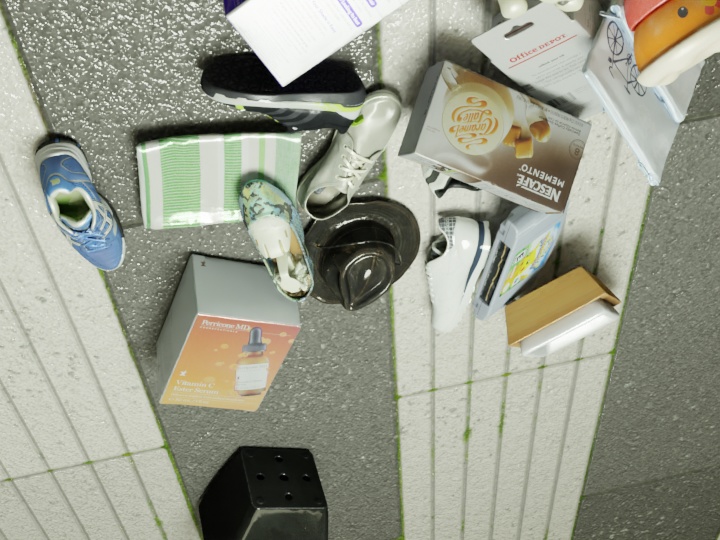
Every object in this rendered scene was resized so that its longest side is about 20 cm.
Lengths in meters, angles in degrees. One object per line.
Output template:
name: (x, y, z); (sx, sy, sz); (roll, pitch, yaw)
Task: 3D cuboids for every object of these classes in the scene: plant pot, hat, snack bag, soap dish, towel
plant pot: (-0.156, 0.419, 1.639); (0.196, 0.201, 0.180); (6, 123, -22)
hat: (0.000, 0.000, 1.313); (0.197, 0.082, 0.203); (-9, 138, -8)
snack bag: (0.326, -0.231, 1.082); (0.021, 0.202, 0.189); (-3, 139, 47)
soap dish: (0.302, 0.063, 1.423); (0.156, 0.082, 0.199); (-30, 164, 16)
towel: (-0.174, -0.108, 1.174); (0.196, 0.024, 0.154); (-3, 141, -10)

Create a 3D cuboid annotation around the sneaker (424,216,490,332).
sneaker: (0.125, 0.004, 1.373); (0.079, 0.077, 0.202); (7, 127, -11)

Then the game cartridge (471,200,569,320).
game cartridge: (0.228, -0.026, 1.342); (0.133, 0.040, 0.202); (-37, 154, -33)

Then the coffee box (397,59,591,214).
coffee box: (0.158, -0.154, 1.127); (0.197, 0.080, 0.116); (21, 89, -13)

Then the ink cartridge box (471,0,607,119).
ink cartridge box: (0.229, -0.259, 1.092); (0.115, 0.068, 0.199); (-18, 145, 41)

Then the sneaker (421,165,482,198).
sneaker: (0.169, -0.140, 1.208); (0.196, 0.081, 0.074); (-12, 158, -2)

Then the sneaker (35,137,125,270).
sneaker: (-0.340, -0.061, 1.149); (0.074, 0.078, 0.202); (-18, 139, 0)

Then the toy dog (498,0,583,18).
toy dog: (0.186, -0.337, 0.914); (0.137, 0.202, 0.196); (5, 131, -9)

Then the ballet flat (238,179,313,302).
ballet flat: (-0.101, -0.030, 1.217); (0.073, 0.075, 0.201); (-20, 140, 5)

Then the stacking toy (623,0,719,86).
stacking toy: (0.316, -0.311, 1.002); (0.145, 0.202, 0.146); (-30, 176, -2)

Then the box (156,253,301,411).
box: (-0.189, 0.092, 1.331); (0.150, 0.108, 0.201); (8, 135, -23)

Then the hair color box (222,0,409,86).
hair color box: (-0.036, -0.298, 0.998); (0.198, 0.065, 0.109); (-29, 133, 15)

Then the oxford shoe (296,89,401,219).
oxford shoe: (-0.012, -0.137, 1.184); (0.074, 0.058, 0.200); (22, 123, -30)

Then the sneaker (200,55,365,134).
sneaker: (-0.087, -0.188, 1.093); (0.196, 0.073, 0.084); (4, 139, -15)
